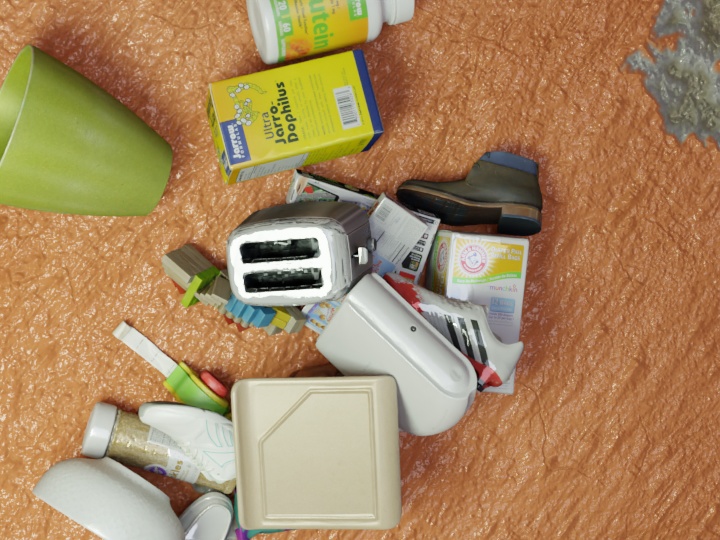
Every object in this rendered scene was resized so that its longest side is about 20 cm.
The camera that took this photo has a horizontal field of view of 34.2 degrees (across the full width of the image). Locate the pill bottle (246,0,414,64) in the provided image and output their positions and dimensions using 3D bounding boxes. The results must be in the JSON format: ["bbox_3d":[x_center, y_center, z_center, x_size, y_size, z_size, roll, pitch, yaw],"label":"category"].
[{"bbox_3d":[-0.037,-0.334,1.469,0.197,0.111,0.113,-15,97,-12],"label":"pill bottle"}]

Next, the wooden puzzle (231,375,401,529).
[{"bbox_3d":[-0.051,0.218,1.405,0.196,0.037,0.188,-2,99,3],"label":"wooden puzzle"}]

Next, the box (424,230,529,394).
[{"bbox_3d":[0.145,0.051,1.539,0.111,0.101,0.203,6,92,-13],"label":"box"}]

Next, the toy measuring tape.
[{"bbox_3d":[-0.229,0.138,1.475,0.200,0.074,0.074,42,84,-12],"label":"toy measuring tape"}]

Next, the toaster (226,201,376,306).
[{"bbox_3d":[-0.083,-0.019,1.422,0.197,0.129,0.116,-2,100,10],"label":"toaster"}]

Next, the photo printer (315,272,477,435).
[{"bbox_3d":[0.047,0.114,1.430,0.200,0.167,0.069,43,61,3],"label":"photo printer"}]

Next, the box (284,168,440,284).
[{"bbox_3d":[-0.007,-0.049,1.520,0.197,0.035,0.111,17,104,-13],"label":"box"}]

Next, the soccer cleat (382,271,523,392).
[{"bbox_3d":[0.113,0.061,1.448,0.200,0.069,0.085,42,77,10],"label":"soccer cleat"}]

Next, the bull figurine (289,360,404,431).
[{"bbox_3d":[-0.011,0.198,1.493,0.120,0.065,0.201,-21,68,-34],"label":"bull figurine"}]

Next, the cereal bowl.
[{"bbox_3d":[-0.289,0.286,1.409,0.199,0.200,0.084,37,72,-12],"label":"cereal bowl"}]

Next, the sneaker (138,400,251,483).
[{"bbox_3d":[-0.180,0.212,1.419,0.198,0.070,0.081,24,79,-23],"label":"sneaker"}]

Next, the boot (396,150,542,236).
[{"bbox_3d":[0.149,-0.113,1.561,0.197,0.075,0.098,13,66,-4],"label":"boot"}]

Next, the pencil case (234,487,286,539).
[{"bbox_3d":[-0.065,0.297,1.514,0.197,0.086,0.093,-5,130,-12],"label":"pencil case"}]

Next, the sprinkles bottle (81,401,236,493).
[{"bbox_3d":[-0.248,0.224,1.476,0.197,0.068,0.069,18,89,-14],"label":"sprinkles bottle"}]

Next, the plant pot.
[{"bbox_3d":[-0.332,-0.142,1.395,0.198,0.187,0.190,20,89,-28],"label":"plant pot"}]

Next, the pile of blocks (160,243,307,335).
[{"bbox_3d":[-0.169,0.045,1.479,0.198,0.082,0.063,28,117,-10],"label":"pile of blocks"}]

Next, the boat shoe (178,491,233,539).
[{"bbox_3d":[-0.220,0.377,1.479,0.070,0.069,0.202,31,93,-21],"label":"boat shoe"}]

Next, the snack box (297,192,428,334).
[{"bbox_3d":[0.000,0.000,1.502,0.071,0.024,0.201,31,107,-19],"label":"snack box"}]

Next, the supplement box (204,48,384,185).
[{"bbox_3d":[-0.085,-0.190,1.461,0.197,0.109,0.111,-15,87,-12],"label":"supplement box"}]
